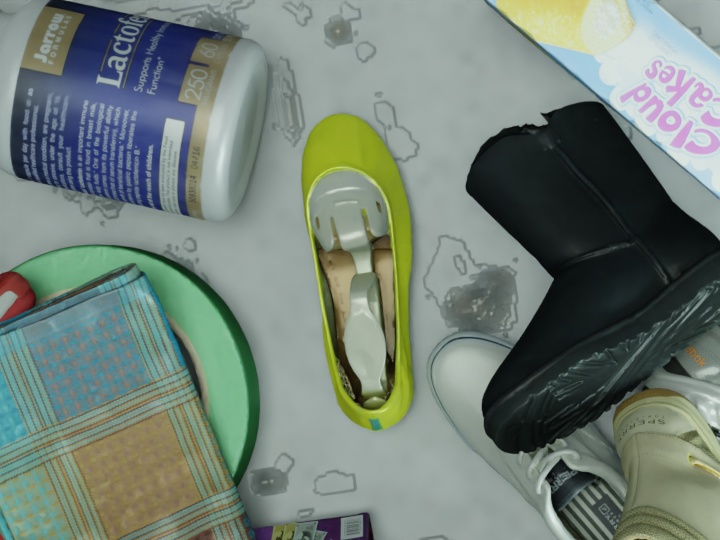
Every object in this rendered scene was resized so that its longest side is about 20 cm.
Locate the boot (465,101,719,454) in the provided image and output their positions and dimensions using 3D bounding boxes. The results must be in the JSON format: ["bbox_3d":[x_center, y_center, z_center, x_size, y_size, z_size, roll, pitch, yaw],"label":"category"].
[{"bbox_3d":[0.113,0.000,1.657,0.200,0.077,0.168,-34,61,-17],"label":"boot"}]

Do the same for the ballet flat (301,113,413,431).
[{"bbox_3d":[0.000,0.000,1.713,0.066,0.067,0.201,-7,88,7],"label":"ballet flat"}]

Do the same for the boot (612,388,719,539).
[{"bbox_3d":[0.212,0.184,1.618,0.073,0.156,0.200,-27,113,21],"label":"boot"}]

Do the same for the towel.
[{"bbox_3d":[-0.160,0.113,1.675,0.146,0.022,0.201,-25,102,-11],"label":"towel"}]

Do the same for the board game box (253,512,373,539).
[{"bbox_3d":[-0.051,0.227,1.663,0.119,0.200,0.032,-5,125,5],"label":"board game box"}]

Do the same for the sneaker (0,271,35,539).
[{"bbox_3d":[-0.234,0.107,1.704,0.115,0.078,0.200,35,92,-13],"label":"sneaker"}]

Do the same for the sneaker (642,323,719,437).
[{"bbox_3d":[0.276,0.085,1.678,0.199,0.074,0.080,24,87,7],"label":"sneaker"}]

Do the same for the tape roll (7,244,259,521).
[{"bbox_3d":[-0.165,0.084,1.742,0.199,0.048,0.202,0,90,7],"label":"tape roll"}]

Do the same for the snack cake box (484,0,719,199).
[{"bbox_3d":[0.166,-0.130,1.670,0.200,0.115,0.067,41,94,6],"label":"snack cake box"}]

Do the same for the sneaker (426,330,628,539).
[{"bbox_3d":[0.120,0.113,1.695,0.200,0.071,0.073,43,94,5],"label":"sneaker"}]

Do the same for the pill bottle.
[{"bbox_3d":[-0.165,-0.105,1.709,0.199,0.116,0.117,12,91,7],"label":"pill bottle"}]
